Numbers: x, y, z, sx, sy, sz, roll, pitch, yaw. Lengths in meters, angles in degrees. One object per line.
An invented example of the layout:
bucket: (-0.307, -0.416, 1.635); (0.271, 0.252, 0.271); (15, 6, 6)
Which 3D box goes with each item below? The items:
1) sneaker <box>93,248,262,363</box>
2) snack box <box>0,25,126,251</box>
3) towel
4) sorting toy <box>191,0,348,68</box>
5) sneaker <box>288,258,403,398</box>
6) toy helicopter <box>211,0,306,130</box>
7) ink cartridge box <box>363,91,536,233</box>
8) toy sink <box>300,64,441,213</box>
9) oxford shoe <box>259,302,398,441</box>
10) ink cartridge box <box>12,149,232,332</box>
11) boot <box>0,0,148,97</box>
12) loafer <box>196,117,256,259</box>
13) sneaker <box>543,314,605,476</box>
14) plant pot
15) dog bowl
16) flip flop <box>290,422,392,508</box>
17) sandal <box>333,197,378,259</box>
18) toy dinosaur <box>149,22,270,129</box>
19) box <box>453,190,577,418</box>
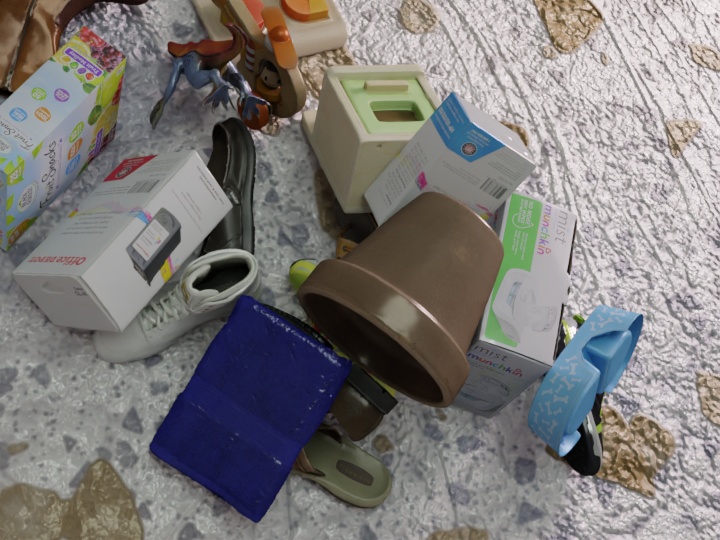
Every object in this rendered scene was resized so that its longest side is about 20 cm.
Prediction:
sneaker: (-0.200, 0.031, 1.409); (0.199, 0.116, 0.074); (-25, 78, -10)
snack box: (-0.346, -0.142, 1.430); (0.067, 0.169, 0.200); (36, 60, 5)
towel: (-0.115, 0.144, 1.382); (0.147, 0.050, 0.201); (32, 95, 9)
sorting toy: (-0.129, -0.363, 1.685); (0.184, 0.037, 0.201); (-17, 72, -25)
sneaker: (-0.028, 0.075, 1.488); (0.090, 0.078, 0.201); (-33, 77, -21)
toy helicopter: (-0.126, -0.278, 1.575); (0.079, 0.132, 0.201); (-30, 89, -28)
ink cartridge box: (0.087, -0.087, 1.474); (0.115, 0.200, 0.068); (27, 25, -35)
toy sink: (0.021, -0.174, 1.559); (0.129, 0.113, 0.201); (-3, 41, -20)
oxford shoe: (-0.059, 0.109, 1.420); (0.200, 0.073, 0.085); (40, 90, 25)
ink cartridge box: (-0.256, -0.033, 1.414); (0.200, 0.147, 0.086); (-52, 123, -29)
boot: (-0.354, -0.289, 1.556); (0.186, 0.069, 0.202); (14, 63, -12)
loafer: (-0.162, -0.090, 1.521); (0.071, 0.073, 0.202); (4, 64, -19)
sneaker: (0.273, 0.143, 1.559); (0.082, 0.072, 0.202); (-1, 66, -21)
plant pot: (0.062, 0.018, 1.380); (0.200, 0.200, 0.175); (38, 74, 2)
dog bowl: (0.251, 0.117, 1.466); (0.049, 0.112, 0.200); (26, 52, 22)
flip flop: (-0.052, 0.197, 1.430); (0.199, 0.058, 0.082); (28, 60, -4)
sandal: (0.000, 0.000, 1.535); (0.054, 0.082, 0.202); (-9, 76, -23)
toy dinosaur: (-0.175, -0.246, 1.535); (0.104, 0.201, 0.182); (-4, 42, -34)
box: (0.164, 0.042, 1.510); (0.096, 0.177, 0.202); (20, 61, -9)
